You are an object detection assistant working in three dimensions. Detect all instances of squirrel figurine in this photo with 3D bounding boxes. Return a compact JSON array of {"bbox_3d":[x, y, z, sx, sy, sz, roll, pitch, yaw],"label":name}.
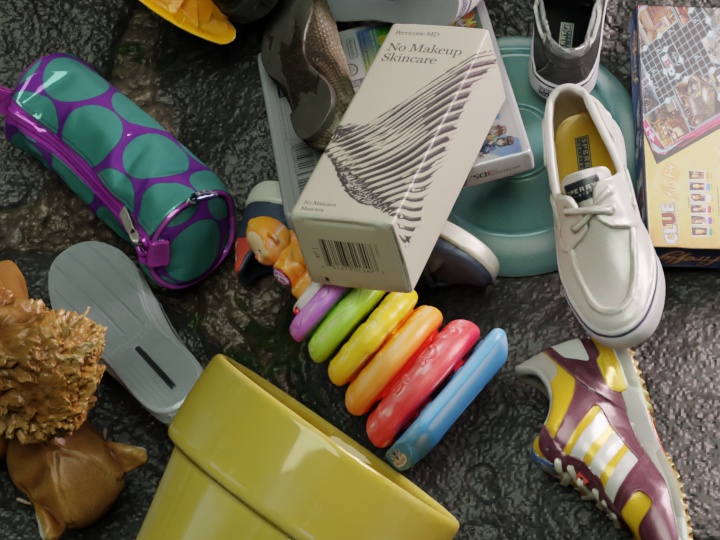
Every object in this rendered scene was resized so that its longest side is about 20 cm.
[{"bbox_3d":[-0.237,0.092,1.519,0.141,0.200,0.187,-35,80,-20],"label":"squirrel figurine"}]

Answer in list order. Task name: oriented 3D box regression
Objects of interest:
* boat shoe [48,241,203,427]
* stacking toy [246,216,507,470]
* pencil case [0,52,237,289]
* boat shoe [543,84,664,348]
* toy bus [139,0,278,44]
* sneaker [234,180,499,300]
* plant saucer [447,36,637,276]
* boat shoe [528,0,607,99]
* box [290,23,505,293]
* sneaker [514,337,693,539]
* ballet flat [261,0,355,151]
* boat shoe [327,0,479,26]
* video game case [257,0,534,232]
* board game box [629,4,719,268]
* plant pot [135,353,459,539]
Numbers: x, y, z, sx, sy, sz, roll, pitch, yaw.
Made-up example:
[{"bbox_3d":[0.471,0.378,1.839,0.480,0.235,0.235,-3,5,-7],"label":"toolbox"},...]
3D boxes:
[{"bbox_3d":[-0.165,0.055,1.593,0.072,0.062,0.200,-33,49,-9],"label":"boat shoe"},{"bbox_3d":[-0.005,0.034,1.534,0.200,0.116,0.110,42,75,2],"label":"stacking toy"},{"bbox_3d":[-0.180,-0.076,1.631,0.092,0.086,0.200,-14,45,-46],"label":"pencil case"},{"bbox_3d":[0.164,-0.043,1.549,0.070,0.070,0.201,-16,57,18],"label":"boat shoe"},{"bbox_3d":[-0.110,-0.302,1.685,0.200,0.135,0.192,-52,29,12],"label":"toy bus"},{"bbox_3d":[0.000,0.000,1.601,0.199,0.075,0.085,12,66,21],"label":"sneaker"},{"bbox_3d":[0.116,-0.093,1.654,0.198,0.027,0.202,-2,66,4],"label":"plant saucer"},{"bbox_3d":[0.155,-0.222,1.668,0.073,0.068,0.200,9,54,5],"label":"boat shoe"},{"bbox_3d":[0.028,-0.080,1.518,0.082,0.069,0.201,5,48,23],"label":"box"},{"bbox_3d":[0.168,0.140,1.524,0.089,0.075,0.201,-15,57,-2],"label":"sneaker"},{"bbox_3d":[-0.031,-0.148,1.633,0.067,0.046,0.200,-51,31,22],"label":"ballet flat"},{"bbox_3d":[0.010,-0.232,1.700,0.199,0.071,0.070,12,28,33],"label":"boat shoe"},{"bbox_3d":[0.022,-0.119,1.631,0.181,0.022,0.201,-15,41,2],"label":"video game case"},{"bbox_3d":[0.270,-0.099,1.627,0.134,0.035,0.201,2,66,-2],"label":"board game box"},{"bbox_3d":[-0.067,0.187,1.467,0.200,0.201,0.189,35,88,18],"label":"plant pot"}]
